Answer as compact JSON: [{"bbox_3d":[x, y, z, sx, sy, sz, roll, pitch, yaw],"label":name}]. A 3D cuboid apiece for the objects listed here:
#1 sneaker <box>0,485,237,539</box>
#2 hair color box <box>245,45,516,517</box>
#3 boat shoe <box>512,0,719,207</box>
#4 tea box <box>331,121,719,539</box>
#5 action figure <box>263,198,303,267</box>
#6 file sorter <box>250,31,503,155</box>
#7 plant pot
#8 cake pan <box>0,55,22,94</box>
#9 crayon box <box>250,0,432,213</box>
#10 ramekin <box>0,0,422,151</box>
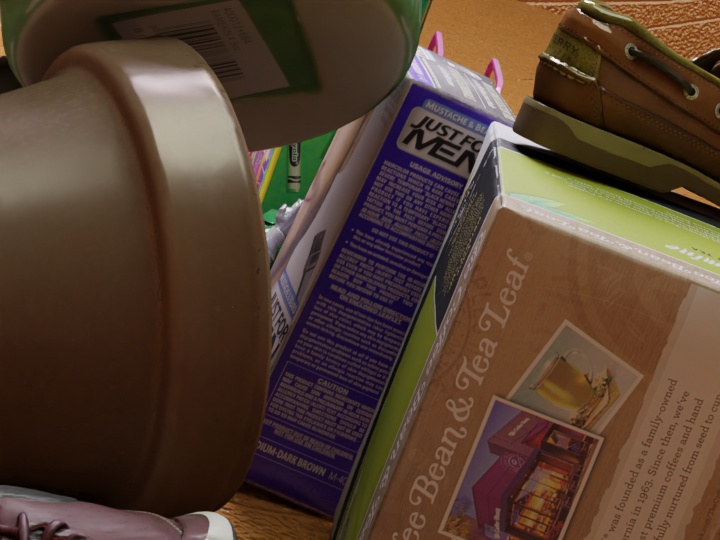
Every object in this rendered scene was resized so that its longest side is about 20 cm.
[{"bbox_3d":[-0.098,0.122,1.022,0.115,0.076,0.200,14,3,-10],"label":"sneaker"},{"bbox_3d":[0.000,0.000,1.356,0.065,0.200,0.109,25,11,-12],"label":"hair color box"},{"bbox_3d":[0.161,-0.059,1.261,0.200,0.068,0.072,17,9,-34],"label":"boat shoe"},{"bbox_3d":[0.079,0.066,1.215,0.133,0.200,0.197,21,13,-2],"label":"tea box"},{"bbox_3d":[-0.050,-0.011,1.536,0.200,0.055,0.118,-24,18,-33],"label":"action figure"},{"bbox_3d":[-0.013,-0.115,2.001,0.200,0.126,0.139,20,12,-4],"label":"file sorter"},{"bbox_3d":[-0.151,0.007,1.182,0.174,0.201,0.200,-4,22,-24],"label":"plant pot"},{"bbox_3d":[-0.209,-0.052,1.381,0.200,0.037,0.200,-14,-10,-2],"label":"cake pan"},{"bbox_3d":[-0.019,-0.095,1.732,0.058,0.200,0.119,18,13,-9],"label":"crayon box"},{"bbox_3d":[-0.065,-0.132,1.276,0.199,0.098,0.200,-2,-27,-1],"label":"ramekin"}]
